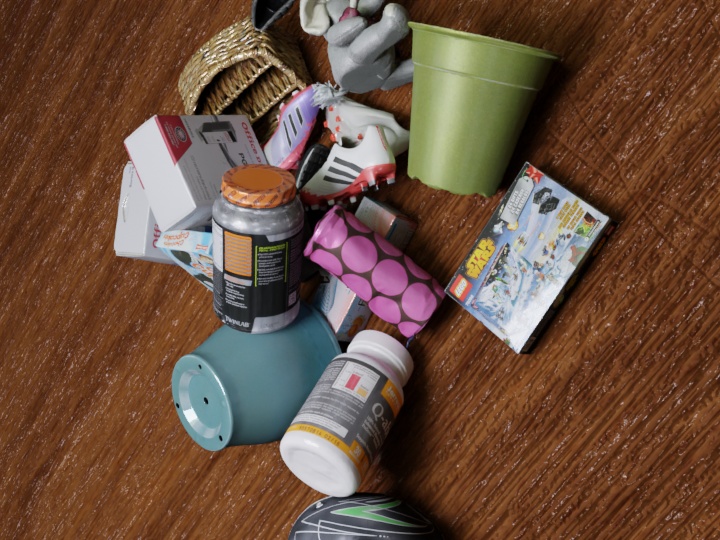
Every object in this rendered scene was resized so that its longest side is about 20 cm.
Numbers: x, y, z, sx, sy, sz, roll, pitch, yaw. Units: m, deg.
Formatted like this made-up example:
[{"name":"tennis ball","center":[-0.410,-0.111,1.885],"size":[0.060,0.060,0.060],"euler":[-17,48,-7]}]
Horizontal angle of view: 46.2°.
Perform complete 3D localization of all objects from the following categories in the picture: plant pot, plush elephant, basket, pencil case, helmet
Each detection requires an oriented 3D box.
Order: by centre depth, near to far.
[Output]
[{"name":"helmet","center":[0.005,0.378,1.070],"size":[0.197,0.190,0.204],"euler":[-6,80,34]},{"name":"plant pot","center":[0.136,-0.201,1.080],"size":[0.198,0.199,0.193],"euler":[23,108,36]},{"name":"pencil case","center":[0.015,0.005,1.127],"size":[0.199,0.091,0.094],"euler":[41,146,-7]},{"name":"plant pot","center":[-0.152,0.157,1.185],"size":[0.198,0.187,0.204],"euler":[16,114,39]},{"name":"plush elephant","center":[0.001,-0.337,1.196],"size":[0.198,0.164,0.157],"euler":[-23,67,28]},{"name":"basket","center":[-0.185,-0.280,1.338],"size":[0.199,0.142,0.151],"euler":[-33,65,28]}]

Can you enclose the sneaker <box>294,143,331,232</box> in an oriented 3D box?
[{"name":"sneaker","center":[-0.102,-0.099,1.296],"size":[0.087,0.075,0.203],"euler":[17,94,42]}]

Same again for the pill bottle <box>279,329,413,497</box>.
[{"name":"pill bottle","center":[-0.012,0.182,1.107],"size":[0.115,0.117,0.201],"euler":[3,44,36]}]

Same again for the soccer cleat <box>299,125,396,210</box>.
[{"name":"soccer cleat","center":[-0.025,-0.138,1.173],"size":[0.199,0.068,0.087],"euler":[-18,80,50]}]

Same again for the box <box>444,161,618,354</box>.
[{"name":"box","center":[0.212,-0.015,1.071],"size":[0.137,0.040,0.202],"euler":[41,107,32]}]

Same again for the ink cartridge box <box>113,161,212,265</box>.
[{"name":"ink cartridge box","center":[-0.277,-0.082,1.337],"size":[0.087,0.198,0.148],"euler":[2,84,43]}]

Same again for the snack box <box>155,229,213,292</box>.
[{"name":"snack box","center":[-0.203,0.005,1.277],"size":[0.115,0.200,0.038],"euler":[8,64,37]}]

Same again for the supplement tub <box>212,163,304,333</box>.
[{"name":"supplement tub","center":[-0.136,-0.030,1.121],"size":[0.122,0.122,0.203],"euler":[30,127,35]}]

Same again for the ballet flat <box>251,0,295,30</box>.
[{"name":"ballet flat","center":[-0.114,-0.396,1.191],"size":[0.058,0.066,0.200],"euler":[-66,9,-14]}]

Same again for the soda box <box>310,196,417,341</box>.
[{"name":"soda box","center":[0.000,0.000,1.211],"size":[0.068,0.063,0.202],"euler":[35,103,34]}]

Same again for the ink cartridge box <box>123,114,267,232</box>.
[{"name":"ink cartridge box","center":[-0.228,-0.149,1.250],"size":[0.082,0.199,0.149],"euler":[-28,84,33]}]

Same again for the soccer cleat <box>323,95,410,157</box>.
[{"name":"soccer cleat","center":[0.007,-0.211,1.242],"size":[0.200,0.077,0.070],"euler":[45,146,49]}]

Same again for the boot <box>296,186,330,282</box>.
[{"name":"boot","center":[-0.131,-0.027,1.239],"size":[0.199,0.077,0.140],"euler":[-27,90,55]}]

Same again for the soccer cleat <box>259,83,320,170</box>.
[{"name":"soccer cleat","center":[-0.104,-0.203,1.303],"size":[0.077,0.066,0.200],"euler":[50,129,8]}]
